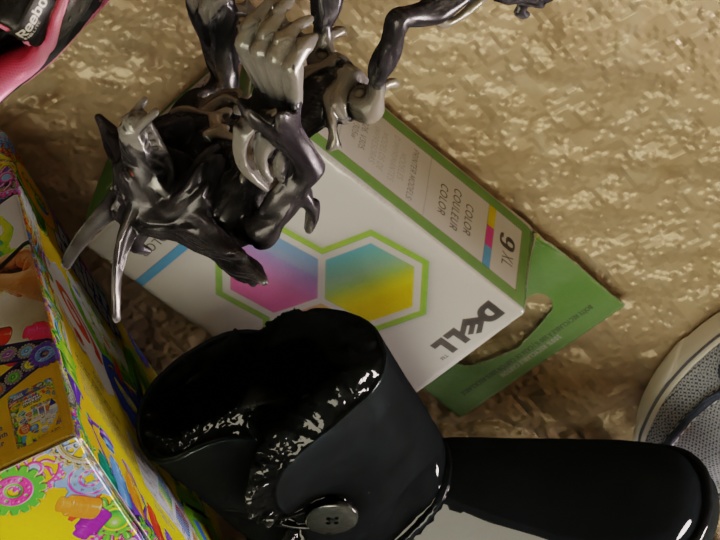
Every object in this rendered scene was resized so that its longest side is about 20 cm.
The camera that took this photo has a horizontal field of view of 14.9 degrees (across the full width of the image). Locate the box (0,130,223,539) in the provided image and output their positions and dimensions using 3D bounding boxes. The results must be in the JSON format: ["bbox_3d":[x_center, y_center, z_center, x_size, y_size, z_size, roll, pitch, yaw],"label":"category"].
[{"bbox_3d":[-0.138,0.091,1.093,0.122,0.193,0.200,-25,130,4],"label":"box"}]

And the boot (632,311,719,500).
[{"bbox_3d":[0.179,0.052,1.108,0.073,0.090,0.200,30,127,-17],"label":"boot"}]

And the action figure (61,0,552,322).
[{"bbox_3d":[-0.032,-0.074,0.974,0.200,0.119,0.102,-39,134,-11],"label":"action figure"}]

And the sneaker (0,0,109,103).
[{"bbox_3d":[-0.103,-0.123,1.001,0.079,0.095,0.200,35,125,-18],"label":"sneaker"}]

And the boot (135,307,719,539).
[{"bbox_3d":[0.029,0.078,1.085,0.200,0.076,0.168,-11,145,15],"label":"boot"}]

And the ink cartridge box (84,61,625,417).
[{"bbox_3d":[0.000,0.000,1.111,0.200,0.059,0.104,38,125,-22],"label":"ink cartridge box"}]
